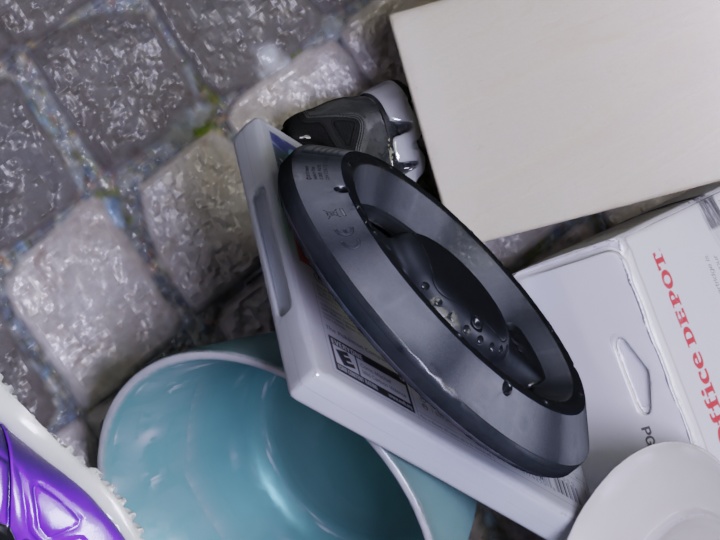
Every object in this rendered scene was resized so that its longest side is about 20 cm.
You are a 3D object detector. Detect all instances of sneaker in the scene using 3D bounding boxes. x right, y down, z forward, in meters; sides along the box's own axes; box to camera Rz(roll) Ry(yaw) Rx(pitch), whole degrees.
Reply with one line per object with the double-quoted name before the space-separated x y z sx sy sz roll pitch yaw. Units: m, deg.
"sneaker" 0.000 0.000 1.401 0.090 0.066 0.201 -8 82 -27
"sneaker" -0.190 0.111 1.278 0.200 0.070 0.100 48 70 -9

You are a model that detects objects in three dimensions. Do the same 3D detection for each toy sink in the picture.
"toy sink" 0.131 -0.106 1.404 0.199 0.112 0.131 -16 99 9

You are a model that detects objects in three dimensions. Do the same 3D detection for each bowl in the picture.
"bowl" -0.021 0.108 1.312 0.105 0.201 0.201 -37 100 -48

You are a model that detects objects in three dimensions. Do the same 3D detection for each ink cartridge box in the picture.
"ink cartridge box" 0.188 0.034 1.454 0.200 0.085 0.146 -23 93 -50

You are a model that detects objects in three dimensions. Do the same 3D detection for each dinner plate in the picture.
"dinner plate" 0.154 0.185 1.304 0.200 0.024 0.201 -6 98 -51

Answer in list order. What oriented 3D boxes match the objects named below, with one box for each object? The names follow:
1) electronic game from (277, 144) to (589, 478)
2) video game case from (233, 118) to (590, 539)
"electronic game" 0.036 0.018 1.237 0.042 0.200 0.200 -43 107 16
"video game case" 0.027 0.032 1.283 0.200 0.023 0.183 31 29 -35
